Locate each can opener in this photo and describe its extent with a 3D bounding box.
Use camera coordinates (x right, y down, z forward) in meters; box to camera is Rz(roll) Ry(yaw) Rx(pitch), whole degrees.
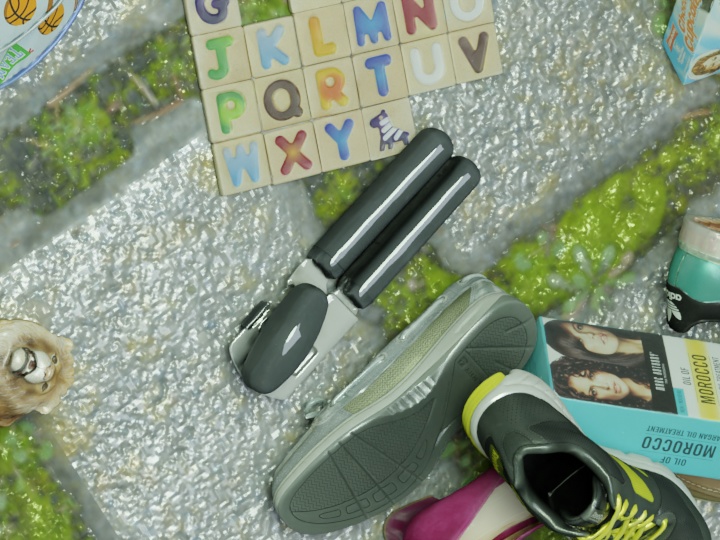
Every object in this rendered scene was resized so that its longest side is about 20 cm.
[{"bbox_3d":[0.000,0.000,1.749,0.200,0.067,0.053,-48,111,-6],"label":"can opener"}]

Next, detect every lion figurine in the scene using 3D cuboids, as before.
[{"bbox_3d":[-0.256,0.109,1.670,0.122,0.072,0.201,22,103,-35],"label":"lion figurine"}]

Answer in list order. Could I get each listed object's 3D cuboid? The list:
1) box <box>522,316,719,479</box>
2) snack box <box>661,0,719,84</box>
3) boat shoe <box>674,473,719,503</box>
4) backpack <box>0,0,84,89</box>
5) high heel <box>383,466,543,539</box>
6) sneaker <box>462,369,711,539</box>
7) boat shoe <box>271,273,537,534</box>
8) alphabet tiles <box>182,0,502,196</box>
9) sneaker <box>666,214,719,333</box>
[{"bbox_3d":[0.206,0.085,1.807,0.199,0.082,0.049,9,127,-10],"label":"box"},{"bbox_3d":[0.261,-0.195,1.765,0.116,0.200,0.037,-19,67,-14],"label":"snack box"},{"bbox_3d":[0.286,0.126,1.879,0.199,0.066,0.075,4,95,-22],"label":"boat shoe"},{"bbox_3d":[-0.238,-0.189,1.584,0.200,0.154,0.191,-34,131,-12],"label":"backpack"},{"bbox_3d":[0.114,0.138,1.797,0.199,0.096,0.068,-19,103,-18],"label":"high heel"},{"bbox_3d":[0.142,0.144,1.736,0.200,0.085,0.075,35,106,-25],"label":"sneaker"},{"bbox_3d":[0.021,0.083,1.778,0.202,0.065,0.074,-45,129,-5],"label":"boat shoe"},{"bbox_3d":[-0.009,-0.149,1.760,0.199,0.008,0.168,-14,102,-19],"label":"alphabet tiles"},{"bbox_3d":[0.286,0.021,1.870,0.199,0.071,0.080,13,104,-22],"label":"sneaker"}]
